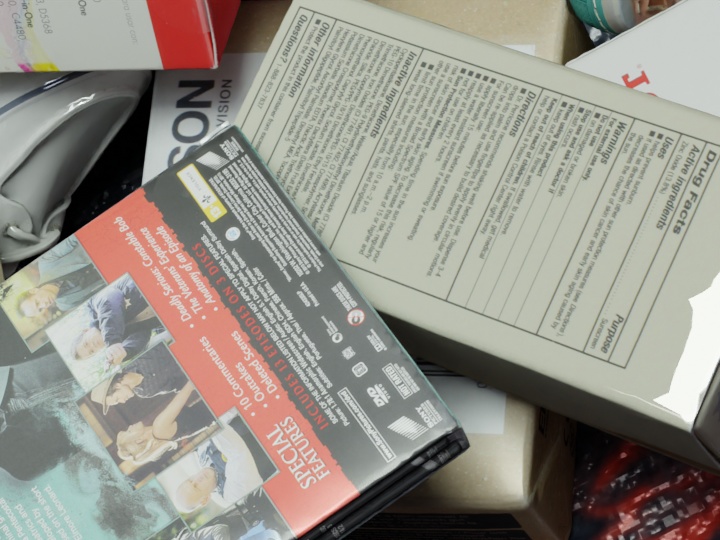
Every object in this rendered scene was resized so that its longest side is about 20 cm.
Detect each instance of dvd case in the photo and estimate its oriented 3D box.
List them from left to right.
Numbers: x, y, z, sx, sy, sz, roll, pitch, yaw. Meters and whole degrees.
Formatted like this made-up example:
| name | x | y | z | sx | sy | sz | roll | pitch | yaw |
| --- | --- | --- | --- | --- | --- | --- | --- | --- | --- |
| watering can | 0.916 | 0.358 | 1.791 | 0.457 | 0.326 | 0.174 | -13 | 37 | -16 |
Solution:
| name | x | y | z | sx | sy | sz | roll | pitch | yaw |
| --- | --- | --- | --- | --- | --- | --- | --- | --- | --- |
| dvd case | -0.085 | 0.059 | 0.875 | 0.200 | 0.022 | 0.146 | -35 | 59 | -5 |

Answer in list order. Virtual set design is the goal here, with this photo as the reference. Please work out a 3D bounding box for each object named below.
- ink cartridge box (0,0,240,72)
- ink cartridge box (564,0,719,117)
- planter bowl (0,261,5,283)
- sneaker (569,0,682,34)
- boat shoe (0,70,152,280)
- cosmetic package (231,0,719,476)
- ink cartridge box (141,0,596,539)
| name | x | y | z | sx | sy | sz | roll | pitch | yaw |
| --- | --- | --- | --- | --- | --- | --- | --- | --- | --- |
| ink cartridge box | -0.103 | -0.132 | 1.007 | 0.199 | 0.067 | 0.116 | 0 | 40 | 13 |
| ink cartridge box | 0.195 | -0.048 | 0.968 | 0.200 | 0.086 | 0.147 | -28 | 65 | 8 |
| planter bowl | -0.246 | 0.025 | 1.008 | 0.200 | 0.135 | 0.201 | 7 | 101 | 38 |
| sneaker | 0.100 | -0.168 | 1.042 | 0.080 | 0.071 | 0.200 | 3 | 52 | 25 |
| boat shoe | -0.145 | -0.016 | 1.061 | 0.200 | 0.073 | 0.065 | -42 | 65 | 27 |
| cosmetic package | 0.053 | -0.015 | 0.920 | 0.200 | 0.071 | 0.105 | 23 | 81 | 27 |
| ink cartridge box | 0.000 | 0.000 | 1.020 | 0.164 | 0.075 | 0.201 | 0 | 72 | 16 |
